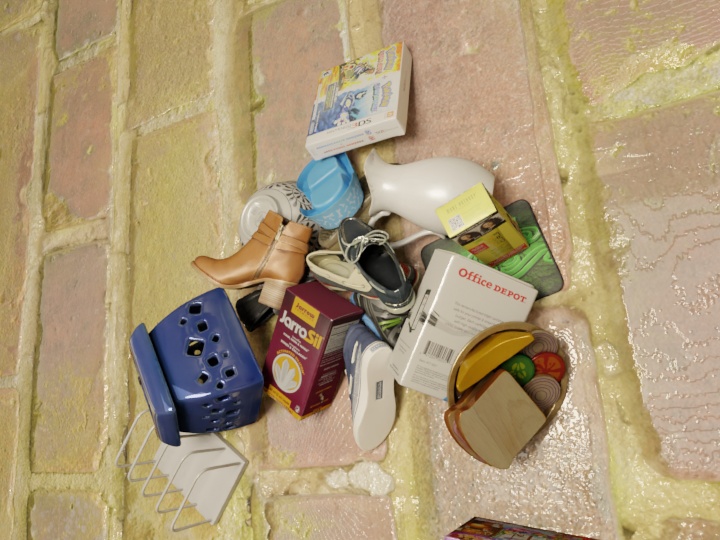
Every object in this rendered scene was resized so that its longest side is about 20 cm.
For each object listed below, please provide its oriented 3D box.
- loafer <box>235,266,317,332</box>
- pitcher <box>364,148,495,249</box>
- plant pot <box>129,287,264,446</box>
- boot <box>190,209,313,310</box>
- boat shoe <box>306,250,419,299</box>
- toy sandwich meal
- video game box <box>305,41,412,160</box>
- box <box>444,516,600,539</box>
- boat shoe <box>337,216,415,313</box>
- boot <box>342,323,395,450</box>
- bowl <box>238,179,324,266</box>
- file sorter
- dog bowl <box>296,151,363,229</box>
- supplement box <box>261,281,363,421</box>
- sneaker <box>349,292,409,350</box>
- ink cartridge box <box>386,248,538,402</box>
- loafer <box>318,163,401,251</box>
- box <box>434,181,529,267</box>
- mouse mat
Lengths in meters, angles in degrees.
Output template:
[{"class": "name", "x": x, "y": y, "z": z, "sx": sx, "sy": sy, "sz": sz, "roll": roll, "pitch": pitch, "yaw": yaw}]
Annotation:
[{"class": "loafer", "x": -0.146, "y": 0.052, "z": 1.068, "sx": 0.200, "sy": 0.068, "sz": 0.071, "roll": -28, "pitch": 79, "yaw": 24}, {"class": "pitcher", "x": 0.107, "y": -0.102, "z": 0.927, "sx": 0.199, "sy": 0.121, "sz": 0.172, "roll": 9, "pitch": 124, "yaw": 11}, {"class": "plant pot", "x": -0.291, "y": 0.180, "z": 1.008, "sx": 0.179, "sy": 0.200, "sz": 0.201, "roll": -18, "pitch": 63, "yaw": -24}, {"class": "boot", "x": -0.188, "y": -0.034, "z": 1.002, "sx": 0.199, "sy": 0.077, "sz": 0.156, "roll": 20, "pitch": 93, "yaw": 15}, {"class": "boat shoe", "x": 0.000, "y": 0.000, "z": 0.950, "sx": 0.199, "sy": 0.063, "sz": 0.071, "roll": 6, "pitch": 59, "yaw": 34}, {"class": "toy sandwich meal", "x": 0.207, "y": 0.170, "z": 0.791, "sx": 0.204, "sy": 0.070, "sz": 0.207, "roll": -2, "pitch": 101, "yaw": -12}, {"class": "video game box", "x": -0.001, "y": -0.305, "z": 1.033, "sx": 0.181, "sy": 0.047, "sz": 0.201, "roll": -10, "pitch": 55, "yaw": 24}, {"class": "box", "x": 0.226, "y": 0.374, "z": 0.758, "sx": 0.199, "sy": 0.137, "sz": 0.039, "roll": -1, "pitch": 80, "yaw": 28}, {"class": "boat shoe", "x": 0.017, "y": -0.021, "z": 0.882, "sx": 0.075, "sy": 0.062, "sz": 0.201, "roll": -26, "pitch": 54, "yaw": -3}, {"class": "boot", "x": 0.010, "y": 0.189, "z": 0.939, "sx": 0.090, "sy": 0.072, "sz": 0.201, "roll": 40, "pitch": 130, "yaw": 53}, {"class": "bowl", "x": -0.164, "y": -0.089, "z": 1.087, "sx": 0.200, "sy": 0.094, "sz": 0.202, "roll": -6, "pitch": 77, "yaw": 27}, {"class": "file sorter", "x": -0.342, "y": 0.364, "z": 1.077, "sx": 0.199, "sy": 0.124, "sz": 0.139, "roll": 30, "pitch": 94, "yaw": 30}, {"class": "dog bowl", "x": -0.052, "y": -0.145, "z": 1.014, "sx": 0.111, "sy": 0.050, "sz": 0.200, "roll": -35, "pitch": 34, "yaw": 14}, {"class": "supplement box", "x": -0.087, "y": 0.134, "z": 0.973, "sx": 0.110, "sy": 0.085, "sz": 0.201, "roll": 31, "pitch": 114, "yaw": 29}, {"class": "sneaker", "x": 0.062, "y": 0.082, "z": 0.943, "sx": 0.200, "sy": 0.071, "sz": 0.083, "roll": 45, "pitch": 108, "yaw": 31}, {"class": "ink cartridge box", "x": 0.147, "y": 0.087, "z": 0.845, "sx": 0.145, "sy": 0.084, "sz": 0.201, "roll": 22, "pitch": 93, "yaw": -13}, {"class": "loafer", "x": 0.009, "y": -0.106, "z": 1.013, "sx": 0.200, "sy": 0.067, "sz": 0.076, "roll": -46, "pitch": 33, "yaw": -3}, {"class": "box", "x": 0.180, "y": -0.059, "z": 0.825, "sx": 0.075, "sy": 0.200, "sz": 0.050, "roll": -31, "pitch": 67, "yaw": 18}, {"class": "mouse mat", "x": 0.203, "y": -0.005, "z": 0.921, "sx": 0.199, "sy": 0.008, "sz": 0.162, "roll": -26, "pitch": 69, "yaw": 21}]
